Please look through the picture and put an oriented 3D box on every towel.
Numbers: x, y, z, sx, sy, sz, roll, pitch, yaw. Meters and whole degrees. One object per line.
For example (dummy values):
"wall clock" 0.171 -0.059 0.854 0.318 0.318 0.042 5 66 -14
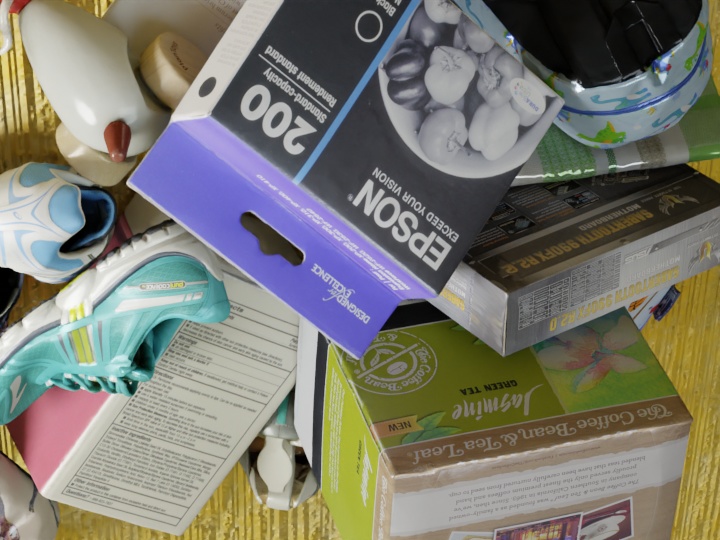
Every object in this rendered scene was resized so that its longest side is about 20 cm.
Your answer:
"towel" 0.136 -0.118 1.536 0.198 0.150 0.031 -7 148 -15

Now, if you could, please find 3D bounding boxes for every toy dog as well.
"toy dog" -0.179 -0.123 1.333 0.199 0.096 0.133 23 113 -6

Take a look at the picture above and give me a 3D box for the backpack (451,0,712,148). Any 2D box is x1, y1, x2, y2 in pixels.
"backpack" 0.142 -0.175 1.474 0.162 0.200 0.154 -29 136 -9

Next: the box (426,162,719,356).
"box" 0.120 -0.031 1.501 0.199 0.158 0.049 -22 129 -30

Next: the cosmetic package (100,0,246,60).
"cosmetic package" -0.058 -0.197 1.395 0.101 0.071 0.200 38 104 -10

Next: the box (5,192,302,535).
"box" -0.131 0.059 1.561 0.127 0.109 0.200 23 111 -41

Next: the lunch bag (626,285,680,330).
"lunch bag" 0.146 0.039 1.700 0.199 0.076 0.161 -9 137 -54

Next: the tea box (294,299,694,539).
"tea box" 0.078 0.096 1.487 0.198 0.197 0.134 -10 131 -16

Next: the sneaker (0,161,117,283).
"sneaker" -0.176 -0.028 1.425 0.072 0.200 0.073 -2 91 8

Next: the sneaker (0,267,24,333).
"sneaker" -0.249 0.026 1.478 0.074 0.085 0.201 -14 132 -22

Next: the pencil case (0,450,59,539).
"pencil case" -0.282 0.136 1.522 0.200 0.078 0.090 43 82 -31

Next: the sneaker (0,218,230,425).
"sneaker" -0.166 0.046 1.455 0.199 0.080 0.077 -34 176 24

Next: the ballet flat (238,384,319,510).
"ballet flat" -0.059 0.135 1.661 0.067 0.064 0.200 5 152 2

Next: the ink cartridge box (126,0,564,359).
"ink cartridge box" -0.005 -0.075 1.359 0.198 0.043 0.201 37 83 -30
